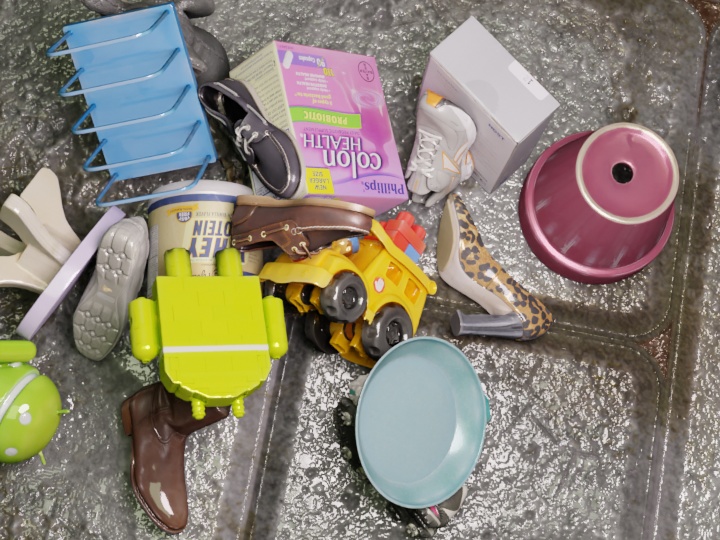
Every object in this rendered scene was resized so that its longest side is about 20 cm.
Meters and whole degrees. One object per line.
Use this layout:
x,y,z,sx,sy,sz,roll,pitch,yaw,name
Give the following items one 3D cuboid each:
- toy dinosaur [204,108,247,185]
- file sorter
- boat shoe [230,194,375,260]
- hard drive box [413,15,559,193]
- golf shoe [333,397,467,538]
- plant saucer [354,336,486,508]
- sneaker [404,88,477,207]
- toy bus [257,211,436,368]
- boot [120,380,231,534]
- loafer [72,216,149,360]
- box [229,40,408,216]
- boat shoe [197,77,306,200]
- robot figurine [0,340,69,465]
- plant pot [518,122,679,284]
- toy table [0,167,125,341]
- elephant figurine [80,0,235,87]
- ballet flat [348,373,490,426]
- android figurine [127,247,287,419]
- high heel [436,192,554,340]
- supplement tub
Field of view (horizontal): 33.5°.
-0.216,-0.180,1.530,0.088,0.200,0.048,-11,42,22,toy dinosaur
-0.270,-0.191,1.409,0.138,0.123,0.201,-9,115,10,file sorter
-0.069,-0.046,1.364,0.199,0.070,0.071,3,76,41,boat shoe
0.153,-0.203,1.513,0.077,0.200,0.156,-41,83,-11,hard drive box
0.045,0.233,1.479,0.088,0.077,0.200,-32,78,-34,golf shoe
0.065,0.178,1.412,0.199,0.036,0.201,0,90,-37,plant saucer
0.093,-0.143,1.494,0.076,0.200,0.092,33,74,23,sneaker
0.000,0.000,1.457,0.200,0.135,0.193,42,67,-37,toy bus
-0.198,0.195,1.404,0.064,0.200,0.187,-8,71,-49,boot
-0.300,0.024,1.464,0.070,0.070,0.201,29,120,4,loafer
-0.052,-0.170,1.502,0.175,0.096,0.201,0,73,-44,box
-0.132,-0.155,1.411,0.062,0.073,0.200,2,43,-43,boat shoe
-0.447,0.154,1.433,0.199,0.116,0.176,28,106,5,robot figurine
0.313,-0.096,1.508,0.199,0.179,0.201,1,77,-4,plant pot
-0.392,-0.025,1.462,0.117,0.184,0.200,36,52,-9,toy table
-0.241,-0.290,1.506,0.155,0.200,0.142,-33,75,-12,elephant figurine
0.070,0.157,1.481,0.199,0.072,0.072,15,74,-32,ballet flat
-0.169,0.070,1.347,0.181,0.041,0.201,-2,67,-22,android figurine
0.175,-0.004,1.549,0.142,0.071,0.201,3,67,-21,high heel
-0.191,0.002,1.472,0.143,0.144,0.201,-1,77,-4,supplement tub
